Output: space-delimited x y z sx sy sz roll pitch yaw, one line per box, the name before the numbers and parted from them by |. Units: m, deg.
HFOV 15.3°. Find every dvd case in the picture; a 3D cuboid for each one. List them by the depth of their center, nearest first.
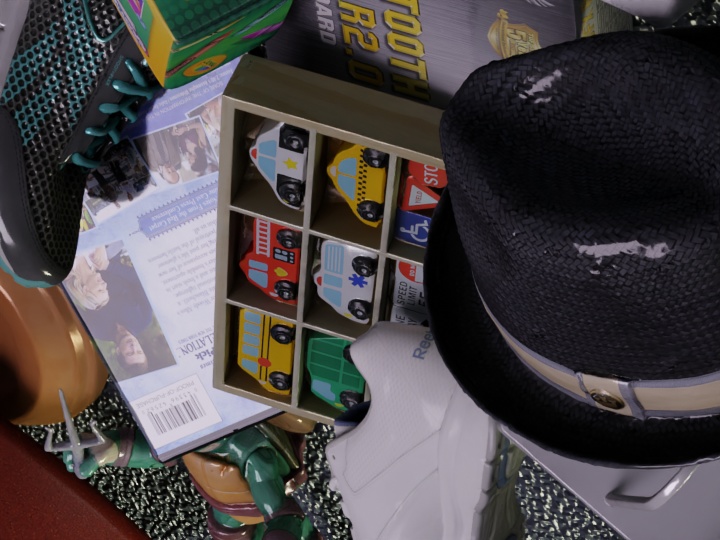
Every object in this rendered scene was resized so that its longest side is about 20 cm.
dvd case | -0.079 -0.021 1.238 0.142 0.018 0.201 -23 103 20

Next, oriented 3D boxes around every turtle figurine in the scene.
turtle figurine | -0.070 0.117 1.387 0.150 0.101 0.200 36 166 38

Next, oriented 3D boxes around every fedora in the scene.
fedora | 0.096 -0.029 0.949 0.200 0.201 0.092 11 157 35

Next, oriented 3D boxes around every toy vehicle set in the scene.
toy vehicle set | 0.000 0.000 1.152 0.124 0.027 0.200 16 141 9

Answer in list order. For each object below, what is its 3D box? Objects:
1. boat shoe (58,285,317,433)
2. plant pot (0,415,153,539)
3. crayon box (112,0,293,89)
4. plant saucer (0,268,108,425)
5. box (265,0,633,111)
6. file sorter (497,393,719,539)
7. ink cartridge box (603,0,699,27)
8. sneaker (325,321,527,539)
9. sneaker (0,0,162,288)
boat shoe | -0.092 0.000 1.310 0.200 0.069 0.074 34 168 -1
plant pot | -0.243 0.170 1.489 0.177 0.200 0.200 56 157 -15
crayon box | -0.099 -0.177 1.050 0.201 0.058 0.119 61 173 1
plant saucer | -0.228 0.013 1.476 0.200 0.037 0.201 24 141 22
box | 0.034 -0.101 1.101 0.158 0.048 0.201 20 140 27
file sorter | 0.178 0.072 1.039 0.200 0.139 0.125 41 175 0
ink cartridge box | 0.053 -0.206 0.937 0.199 0.045 0.177 28 127 18
sneaker | 0.027 0.101 1.179 0.087 0.075 0.201 23 126 19
sneaker | -0.118 -0.090 1.169 0.091 0.078 0.201 7 95 18
